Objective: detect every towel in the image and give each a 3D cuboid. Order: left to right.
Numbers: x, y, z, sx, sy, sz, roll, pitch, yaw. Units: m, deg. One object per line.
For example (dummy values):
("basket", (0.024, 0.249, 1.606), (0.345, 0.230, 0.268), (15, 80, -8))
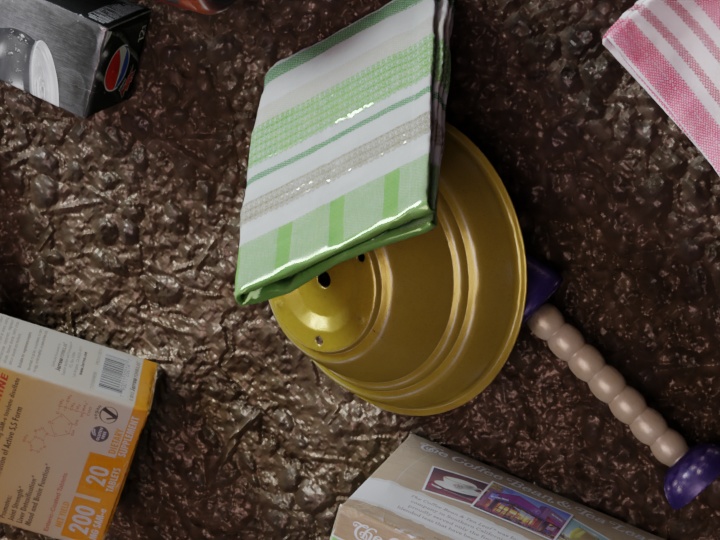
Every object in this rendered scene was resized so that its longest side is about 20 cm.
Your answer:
("towel", (-0.007, -0.076, 1.169), (0.149, 0.201, 0.031), (-25, 131, 30))
("towel", (0.255, -0.145, 1.114), (0.200, 0.030, 0.147), (-42, 88, 28))

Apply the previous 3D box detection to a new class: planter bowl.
("planter bowl", (0.000, 0.000, 1.208), (0.200, 0.083, 0.202), (8, 103, 39))

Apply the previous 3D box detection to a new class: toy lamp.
("toy lamp", (0.145, 0.063, 1.213), (0.200, 0.058, 0.058), (47, 118, 4))

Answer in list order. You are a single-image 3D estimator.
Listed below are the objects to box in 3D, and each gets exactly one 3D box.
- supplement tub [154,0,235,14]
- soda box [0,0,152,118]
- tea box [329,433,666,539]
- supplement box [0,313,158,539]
("supplement tub", (-0.166, -0.236, 1.224), (0.199, 0.107, 0.108), (17, 112, 17))
("soda box", (-0.246, -0.176, 1.303), (0.199, 0.063, 0.071), (25, 114, 15))
("tea box", (0.075, 0.246, 1.257), (0.199, 0.134, 0.198), (20, 113, 16))
("supplement box", (-0.256, 0.102, 1.348), (0.199, 0.074, 0.127), (17, 115, -9))
